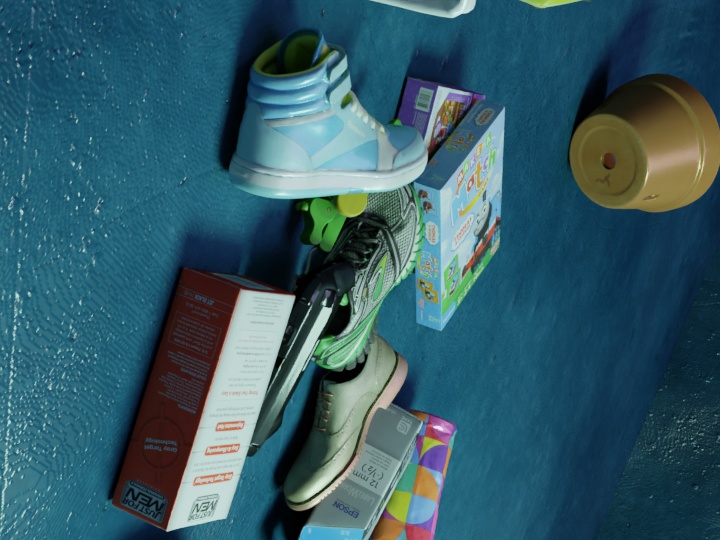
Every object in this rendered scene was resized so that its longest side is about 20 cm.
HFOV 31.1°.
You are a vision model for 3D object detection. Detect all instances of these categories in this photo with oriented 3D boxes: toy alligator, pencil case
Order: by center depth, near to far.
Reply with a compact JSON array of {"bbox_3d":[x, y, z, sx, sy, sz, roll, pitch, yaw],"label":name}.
[{"bbox_3d":[-0.031,-0.064,1.161,0.054,0.059,0.201,35,79,-20],"label":"toy alligator"},{"bbox_3d":[0.054,0.265,1.510,0.089,0.088,0.201,62,41,-60],"label":"pencil case"}]

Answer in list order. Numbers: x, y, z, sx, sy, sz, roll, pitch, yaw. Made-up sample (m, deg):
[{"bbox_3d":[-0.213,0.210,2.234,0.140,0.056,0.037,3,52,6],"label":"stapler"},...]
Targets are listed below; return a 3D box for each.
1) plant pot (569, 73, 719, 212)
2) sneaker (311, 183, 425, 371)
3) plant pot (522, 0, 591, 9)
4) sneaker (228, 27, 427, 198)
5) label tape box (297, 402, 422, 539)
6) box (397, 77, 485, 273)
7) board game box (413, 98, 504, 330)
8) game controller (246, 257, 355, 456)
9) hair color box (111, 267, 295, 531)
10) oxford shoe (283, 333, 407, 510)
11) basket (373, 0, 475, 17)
[{"bbox_3d":[0.395,-0.172,1.855,0.139,0.199,0.202,-20,128,-41],"label":"plant pot"},{"bbox_3d":[0.000,0.000,1.237,0.085,0.078,0.201,23,88,-66],"label":"sneaker"},{"bbox_3d":[0.158,-0.351,1.174,0.199,0.199,0.183,-27,138,-58],"label":"plant pot"},{"bbox_3d":[-0.013,-0.133,1.056,0.199,0.079,0.132,-12,118,-43],"label":"sneaker"},{"bbox_3d":[-0.009,0.253,1.386,0.201,0.066,0.144,-61,172,-25],"label":"label tape box"},{"bbox_3d":[0.065,-0.096,1.354,0.137,0.039,0.202,-6,113,-64],"label":"box"},{"bbox_3d":[0.105,-0.058,1.376,0.151,0.036,0.201,-52,151,-37],"label":"board game box"},{"bbox_3d":[-0.066,0.079,1.161,0.201,0.042,0.104,-62,175,20],"label":"game controller"},{"bbox_3d":[-0.127,0.104,1.059,0.101,0.061,0.202,11,97,-66],"label":"hair color box"},{"bbox_3d":[-0.030,0.149,1.327,0.074,0.070,0.201,49,61,-35],"label":"oxford shoe"},{"bbox_3d":[0.054,-0.326,1.039,0.123,0.135,0.201,-46,147,-51],"label":"basket"}]
